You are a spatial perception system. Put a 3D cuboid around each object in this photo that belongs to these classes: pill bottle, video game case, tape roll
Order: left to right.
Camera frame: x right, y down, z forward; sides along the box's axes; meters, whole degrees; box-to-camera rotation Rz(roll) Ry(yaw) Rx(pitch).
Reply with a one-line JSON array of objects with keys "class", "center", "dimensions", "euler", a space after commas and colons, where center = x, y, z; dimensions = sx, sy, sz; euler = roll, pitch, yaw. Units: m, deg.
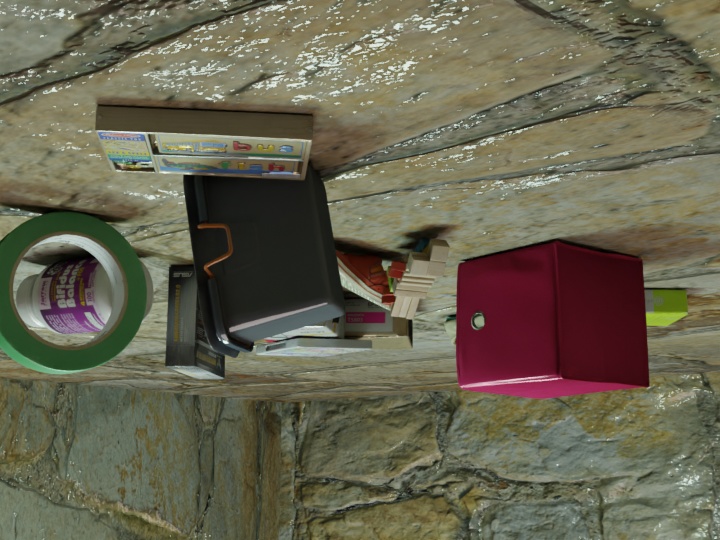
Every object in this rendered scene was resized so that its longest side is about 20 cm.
[{"class": "tape roll", "center": [-0.369, 0.028, 1.342], "dimensions": [0.200, 0.201, 0.048], "euler": [8, 166, -31]}, {"class": "pill bottle", "center": [-0.419, 0.038, 1.613], "dimensions": [0.200, 0.113, 0.112], "euler": [-7, 166, 31]}, {"class": "video game case", "center": [-0.086, 0.138, 1.919], "dimensions": [0.143, 0.018, 0.200], "euler": [3, 171, -26]}]

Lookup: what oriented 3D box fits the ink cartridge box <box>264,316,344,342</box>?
[{"class": "ink cartridge box", "center": [-0.111, 0.070, 1.823], "dimensions": [0.147, 0.086, 0.200], "euler": [0, 170, 8]}]

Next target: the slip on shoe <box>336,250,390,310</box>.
[{"class": "slip on shoe", "center": [0.000, 0.000, 1.557], "dimensions": [0.074, 0.061, 0.200], "euler": [23, 174, 45]}]

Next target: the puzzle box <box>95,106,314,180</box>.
[{"class": "puzzle box", "center": [-0.147, -0.121, 1.039], "dimensions": [0.200, 0.025, 0.133], "euler": [2, 168, -5]}]

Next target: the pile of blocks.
[{"class": "pile of blocks", "center": [0.065, -0.002, 1.489], "dimensions": [0.062, 0.082, 0.200], "euler": [6, 153, -12]}]

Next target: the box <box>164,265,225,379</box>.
[{"class": "box", "center": [-0.264, 0.089, 1.741], "dimensions": [0.048, 0.159, 0.200], "euler": [-1, 169, 7]}]

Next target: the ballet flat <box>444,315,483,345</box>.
[{"class": "ballet flat", "center": [0.238, 0.112, 2.061], "dimensions": [0.069, 0.070, 0.200], "euler": [8, 166, -33]}]

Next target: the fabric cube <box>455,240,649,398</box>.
[{"class": "fabric cube", "center": [0.279, 0.080, 1.574], "dimensions": [0.200, 0.197, 0.199], "euler": [10, 165, -37]}]

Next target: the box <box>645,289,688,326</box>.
[{"class": "box", "center": [0.452, 0.065, 1.865], "dimensions": [0.200, 0.048, 0.122], "euler": [1, 168, 0]}]

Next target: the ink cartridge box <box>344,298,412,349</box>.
[{"class": "ink cartridge box", "center": [-0.005, 0.101, 1.996], "dimensions": [0.200, 0.075, 0.165], "euler": [0, 167, 5]}]

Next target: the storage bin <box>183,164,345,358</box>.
[{"class": "storage bin", "center": [-0.100, -0.023, 1.142], "dimensions": [0.134, 0.200, 0.146], "euler": [-13, 166, 8]}]
